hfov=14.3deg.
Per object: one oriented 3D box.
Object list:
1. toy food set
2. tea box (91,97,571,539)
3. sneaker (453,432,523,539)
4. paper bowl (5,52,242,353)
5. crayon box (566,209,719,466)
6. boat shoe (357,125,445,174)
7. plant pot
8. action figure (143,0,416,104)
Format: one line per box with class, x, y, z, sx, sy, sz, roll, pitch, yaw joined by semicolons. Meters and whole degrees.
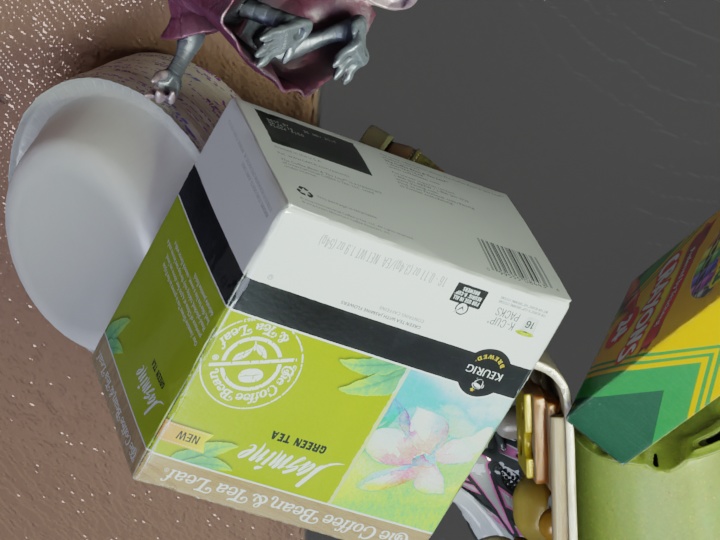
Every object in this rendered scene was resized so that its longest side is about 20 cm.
toy food set;0.094;0.135;1.772;0.060;0.144;0.201;-3;100;-3
tea box;-0.021;0.036;1.682;0.199;0.134;0.197;18;115;-27
sneaker;0.078;0.112;1.879;0.200;0.081;0.086;37;127;-18
paper bowl;-0.142;-0.028;1.791;0.200;0.104;0.202;18;120;36
crayon box;0.210;0.016;1.657;0.051;0.127;0.200;38;137;-8
boat shoe;0.000;0.000;1.805;0.068;0.072;0.200;29;139;5
plant pot;0.204;0.168;1.779;0.199;0.200;0.191;3;120;29
action figure;-0.090;-0.181;1.669;0.200;0.149;0.134;34;163;36
